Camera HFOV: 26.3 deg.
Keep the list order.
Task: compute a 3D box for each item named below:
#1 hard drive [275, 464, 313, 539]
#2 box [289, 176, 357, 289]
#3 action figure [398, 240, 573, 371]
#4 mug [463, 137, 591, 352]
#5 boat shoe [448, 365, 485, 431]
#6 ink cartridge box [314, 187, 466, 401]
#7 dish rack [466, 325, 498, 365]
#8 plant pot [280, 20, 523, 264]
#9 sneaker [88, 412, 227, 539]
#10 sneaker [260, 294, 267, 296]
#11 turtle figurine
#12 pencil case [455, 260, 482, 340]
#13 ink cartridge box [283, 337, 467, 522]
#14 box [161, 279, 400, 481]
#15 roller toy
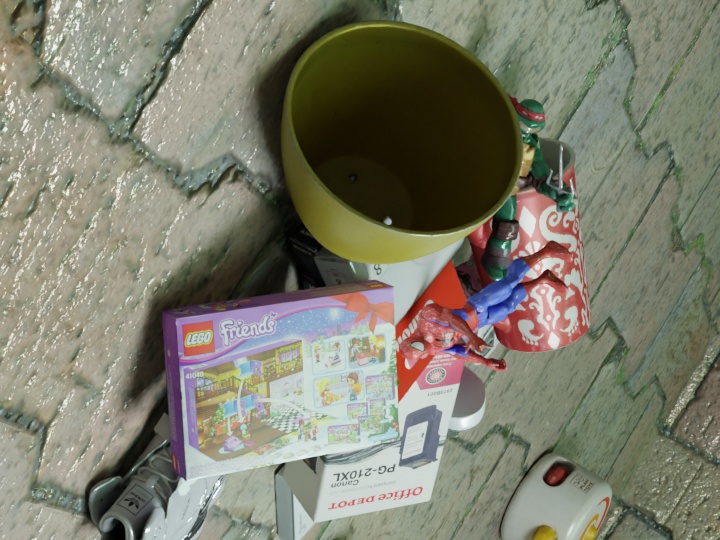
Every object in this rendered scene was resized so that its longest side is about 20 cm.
[{"bbox_3d":[-0.023,0.200,1.723,0.200,0.027,0.132,-46,153,-32],"label":"hard drive"},{"bbox_3d":[0.012,-0.054,1.456,0.200,0.036,0.143,-54,153,-26],"label":"box"},{"bbox_3d":[0.130,0.049,1.435,0.199,0.099,0.066,-25,136,-26],"label":"action figure"},{"bbox_3d":[0.159,-0.019,1.652,0.134,0.177,0.201,-108,-178,-63],"label":"mug"},{"bbox_3d":[0.087,0.141,1.690,0.071,0.200,0.068,-11,111,-15],"label":"boat shoe"},{"bbox_3d":[0.050,0.014,1.426,0.163,0.057,0.201,-49,128,-33],"label":"ink cartridge box"},{"bbox_3d":[0.185,0.005,1.916,0.200,0.043,0.172,-44,152,-35],"label":"dish rack"},{"bbox_3d":[0.017,-0.085,1.282,0.200,0.200,0.142,-46,174,-32],"label":"plant pot"},{"bbox_3d":[-0.162,0.170,1.317,0.115,0.075,0.201,-19,137,-63],"label":"sneaker"},{"bbox_3d":[-0.055,0.098,1.431,0.077,0.078,0.201,-16,139,-21],"label":"sneaker"},{"bbox_3d":[0.140,-0.094,1.497,0.101,0.149,0.201,-55,168,-66],"label":"turtle figurine"},{"bbox_3d":[0.090,0.055,1.704,0.083,0.087,0.200,-41,176,38],"label":"pencil case"},{"bbox_3d":[0.013,0.146,1.568,0.144,0.084,0.201,-6,124,-27],"label":"ink cartridge box"},{"bbox_3d":[-0.064,0.089,1.291,0.199,0.039,0.138,-7,103,-25],"label":"box"},{"bbox_3d":[0.337,0.415,2.616,0.183,0.139,0.200,-58,157,-6],"label":"roller toy"}]
